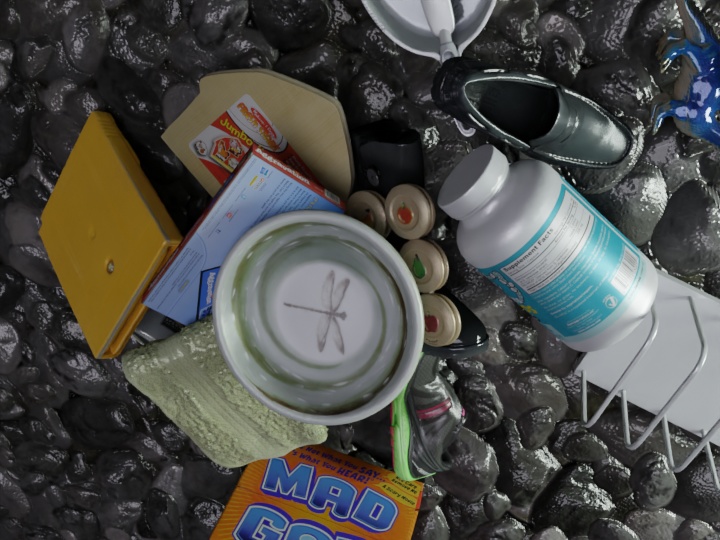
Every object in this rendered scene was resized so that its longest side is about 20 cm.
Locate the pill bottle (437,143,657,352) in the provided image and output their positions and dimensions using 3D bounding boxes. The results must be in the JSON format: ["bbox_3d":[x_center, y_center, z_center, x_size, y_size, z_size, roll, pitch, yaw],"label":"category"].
[{"bbox_3d":[0.164,-0.024,0.696,0.200,0.111,0.111,39,118,-17],"label":"pill bottle"}]

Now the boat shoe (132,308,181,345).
[{"bbox_3d":[-0.198,0.086,0.896,0.200,0.071,0.064,38,156,-2],"label":"boat shoe"}]

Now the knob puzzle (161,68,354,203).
[{"bbox_3d":[-0.084,-0.119,0.772,0.219,0.030,0.220,15,130,18],"label":"knob puzzle"}]

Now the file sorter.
[{"bbox_3d":[0.326,0.116,0.730,0.199,0.125,0.139,26,119,2],"label":"file sorter"}]

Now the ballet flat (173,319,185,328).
[{"bbox_3d":[-0.159,0.047,0.825,0.065,0.071,0.200,-22,108,36],"label":"ballet flat"}]

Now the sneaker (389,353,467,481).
[{"bbox_3d":[0.076,0.140,0.848,0.083,0.077,0.201,-1,118,-3],"label":"sneaker"}]

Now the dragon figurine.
[{"bbox_3d":[0.300,-0.164,0.645,0.099,0.059,0.201,3,115,14],"label":"dragon figurine"}]

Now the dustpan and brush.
[{"bbox_3d":[0.073,-0.220,0.680,0.139,0.057,0.201,-12,113,19],"label":"dustpan and brush"}]

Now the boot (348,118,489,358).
[{"bbox_3d":[0.055,-0.033,0.733,0.165,0.065,0.201,24,124,47],"label":"boot"}]

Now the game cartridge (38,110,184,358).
[{"bbox_3d":[-0.271,-0.038,0.817,0.176,0.032,0.200,-51,57,28],"label":"game cartridge"}]

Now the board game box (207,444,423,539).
[{"bbox_3d":[-0.064,0.345,0.885,0.199,0.200,0.201,19,124,6],"label":"board game box"}]

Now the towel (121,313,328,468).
[{"bbox_3d":[-0.136,0.132,0.801,0.148,0.037,0.200,-24,123,17],"label":"towel"}]

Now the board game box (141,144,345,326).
[{"bbox_3d":[-0.113,-0.016,0.731,0.103,0.019,0.200,31,118,-23],"label":"board game box"}]

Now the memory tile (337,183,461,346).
[{"bbox_3d":[0.000,0.000,0.736,0.199,0.017,0.154,-5,102,43],"label":"memory tile"}]

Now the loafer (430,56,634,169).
[{"bbox_3d":[0.156,-0.128,0.664,0.200,0.070,0.068,15,106,-20],"label":"loafer"}]

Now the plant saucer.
[{"bbox_3d":[-0.036,0.040,0.710,0.199,0.050,0.201,3,103,14],"label":"plant saucer"}]
